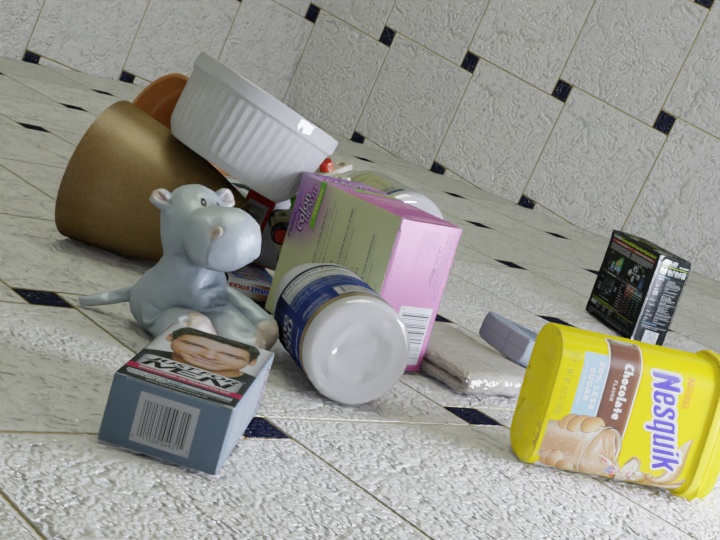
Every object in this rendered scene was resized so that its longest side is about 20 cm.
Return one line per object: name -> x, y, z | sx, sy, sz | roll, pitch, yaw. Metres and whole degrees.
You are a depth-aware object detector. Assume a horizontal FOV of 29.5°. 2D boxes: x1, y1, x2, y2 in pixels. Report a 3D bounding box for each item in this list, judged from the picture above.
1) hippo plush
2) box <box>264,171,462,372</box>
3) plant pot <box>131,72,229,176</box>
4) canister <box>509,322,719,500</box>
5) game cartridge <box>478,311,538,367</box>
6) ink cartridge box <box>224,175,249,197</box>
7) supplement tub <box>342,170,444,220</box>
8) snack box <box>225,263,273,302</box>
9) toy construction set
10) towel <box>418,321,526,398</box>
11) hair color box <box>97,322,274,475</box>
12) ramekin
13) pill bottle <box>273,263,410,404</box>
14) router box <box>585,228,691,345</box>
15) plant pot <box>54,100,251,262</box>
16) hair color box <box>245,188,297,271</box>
hippo plush -> -0.154, -0.003, 1.401 | 0.159, 0.161, 0.200 | 6, 15, -46
box -> 0.000, 0.000, 1.595 | 0.096, 0.177, 0.200 | 8, 13, -40
plant pot -> -0.285, -0.199, 2.214 | 0.140, 0.201, 0.200 | 29, -1, -42
canister -> 0.263, 0.139, 1.367 | 0.199, 0.149, 0.087 | 12, 11, -14
game cartridge -> 0.220, 0.101, 1.720 | 0.133, 0.042, 0.200 | 21, 5, -11
ink cartridge box -> -0.134, -0.073, 2.034 | 0.145, 0.083, 0.200 | 7, 14, -41
supplement tub -> 0.027, -0.073, 2.121 | 0.145, 0.146, 0.200 | 11, 11, -29
snack box -> -0.159, -0.001, 1.772 | 0.072, 0.024, 0.200 | 14, 10, -20
toy construction set -> -0.046, -0.039, 1.738 | 0.131, 0.201, 0.092 | -12, 19, -2
towel -> 0.109, 0.104, 1.624 | 0.132, 0.035, 0.200 | 7, 15, -39
hair color box -> -0.140, 0.102, 1.144 | 0.099, 0.061, 0.200 | 17, 9, 2
ramekin -> -0.137, -0.168, 1.665 | 0.200, 0.105, 0.200 | 34, 3, -2
pill bottle -> -0.029, 0.056, 1.429 | 0.111, 0.111, 0.200 | 13, 10, -20
router box -> 0.456, 0.028, 2.261 | 0.062, 0.150, 0.200 | 14, 11, -16
plant pot -> -0.243, -0.086, 1.697 | 0.199, 0.187, 0.186 | 25, 11, 8
hair color box -> -0.078, -0.043, 1.827 | 0.061, 0.102, 0.200 | 30, 6, 42
